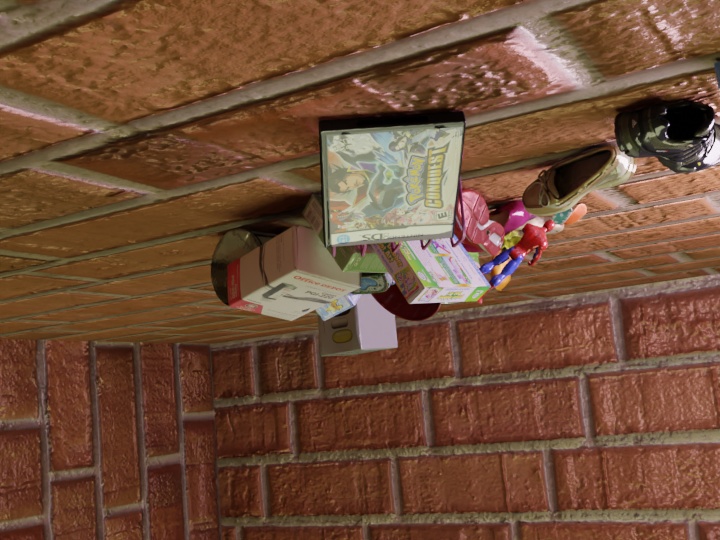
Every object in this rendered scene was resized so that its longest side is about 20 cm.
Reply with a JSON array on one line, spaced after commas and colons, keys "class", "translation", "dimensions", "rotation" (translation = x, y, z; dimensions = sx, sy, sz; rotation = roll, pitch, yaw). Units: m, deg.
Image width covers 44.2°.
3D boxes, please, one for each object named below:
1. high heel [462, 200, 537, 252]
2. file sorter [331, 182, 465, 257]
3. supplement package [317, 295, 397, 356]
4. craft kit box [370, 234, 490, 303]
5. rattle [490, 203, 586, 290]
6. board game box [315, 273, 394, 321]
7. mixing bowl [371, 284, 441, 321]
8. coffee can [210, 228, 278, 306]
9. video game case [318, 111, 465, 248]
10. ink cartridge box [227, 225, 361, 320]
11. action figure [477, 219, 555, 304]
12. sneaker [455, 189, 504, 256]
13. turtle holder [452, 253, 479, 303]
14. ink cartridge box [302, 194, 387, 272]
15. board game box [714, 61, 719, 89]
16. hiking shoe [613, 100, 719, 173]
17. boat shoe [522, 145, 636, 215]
[{"class": "high heel", "translation": [0.241, -0.082, 1.677], "dimensions": [0.096, 0.068, 0.199], "rotation": [-11, 163, -44]}, {"class": "file sorter", "translation": [0.047, -0.092, 1.292], "dimensions": [0.197, 0.127, 0.139], "rotation": [-5, 172, -3]}, {"class": "supplement package", "translation": [-0.014, 0.150, 2.655], "dimensions": [0.146, 0.194, 0.199], "rotation": [1, 169, -40]}, {"class": "craft kit box", "translation": [0.097, -0.037, 1.442], "dimensions": [0.049, 0.201, 0.197], "rotation": [-45, 152, 26]}, {"class": "rattle", "translation": [0.346, -0.049, 1.747], "dimensions": [0.198, 0.144, 0.130], "rotation": [-3, 155, 30]}, {"class": "board game box", "translation": [0.000, 0.000, 1.628], "dimensions": [0.198, 0.201, 0.062], "rotation": [-5, 131, 41]}, {"class": "mixing bowl", "translation": [0.105, -0.013, 1.765], "dimensions": [0.199, 0.201, 0.108], "rotation": [-14, -160, 47]}, {"class": "coffee can", "translation": [-0.168, 0.000, 1.718], "dimensions": [0.145, 0.148, 0.199], "rotation": [-12, 169, 40]}, {"class": "video game case", "translation": [0.039, -0.112, 1.142], "dimensions": [0.178, 0.026, 0.201], "rotation": [-4, 137, -4]}, {"class": "ink cartridge box", "translation": [-0.114, 0.009, 1.511], "dimensions": [0.145, 0.086, 0.199], "rotation": [15, 149, -39]}, {"class": "action figure", "translation": [0.287, -0.023, 1.662], "dimensions": [0.200, 0.065, 0.099], "rotation": [-42, 166, 12]}, {"class": "sneaker", "translation": [0.171, -0.087, 1.576], "dimensions": [0.115, 0.079, 0.200], "rotation": [14, 161, 34]}, {"class": "turtle holder", "translation": [0.188, 0.008, 2.032], "dimensions": [0.184, 0.133, 0.140], "rotation": [-10, 171, 30]}, {"class": "ink cartridge box", "translation": [0.016, -0.056, 1.476], "dimensions": [0.199, 0.146, 0.048], "rotation": [2, 131, -44]}, {"class": "board game box", "translation": [0.515, -0.224, 0.997], "dimensions": [0.199, 0.037, 0.150], "rotation": [4, 168, -42]}, {"class": "hiking shoe", "translation": [0.428, -0.174, 1.148], "dimensions": [0.198, 0.077, 0.100], "rotation": [1, 173, -29]}, {"class": "boat shoe", "translation": [0.318, -0.139, 1.346], "dimensions": [0.063, 0.074, 0.200], "rotation": [11, 160, -40]}]
